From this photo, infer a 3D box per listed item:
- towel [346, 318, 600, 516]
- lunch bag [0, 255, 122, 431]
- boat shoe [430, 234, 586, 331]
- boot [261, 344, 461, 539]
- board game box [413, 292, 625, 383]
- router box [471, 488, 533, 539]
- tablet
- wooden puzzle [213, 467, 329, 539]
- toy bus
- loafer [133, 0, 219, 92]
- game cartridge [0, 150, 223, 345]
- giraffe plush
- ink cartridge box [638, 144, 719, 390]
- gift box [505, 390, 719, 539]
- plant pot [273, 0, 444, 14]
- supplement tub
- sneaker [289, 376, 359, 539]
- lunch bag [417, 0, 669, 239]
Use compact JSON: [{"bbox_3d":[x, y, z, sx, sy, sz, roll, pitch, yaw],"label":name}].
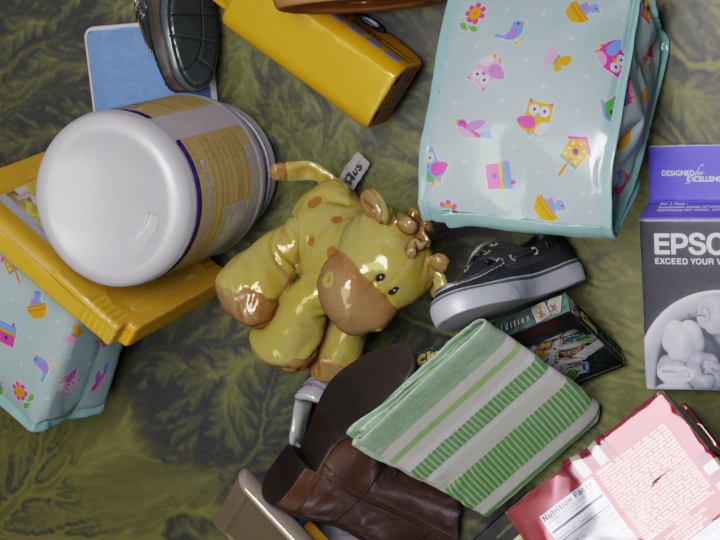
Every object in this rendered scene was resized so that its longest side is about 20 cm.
[{"bbox_3d":[0.100,0.124,1.493,0.153,0.200,0.023,-42,46,14],"label":"towel"},{"bbox_3d":[-0.314,0.023,1.675,0.200,0.122,0.171,34,115,24],"label":"lunch bag"},{"bbox_3d":[0.112,0.005,1.460,0.069,0.200,0.057,-29,81,34],"label":"boat shoe"},{"bbox_3d":[0.039,0.163,1.550,0.186,0.200,0.064,-46,41,18],"label":"boot"},{"bbox_3d":[0.111,0.085,1.533,0.200,0.105,0.024,-23,52,24],"label":"board game box"},{"bbox_3d":[0.130,0.315,1.595,0.157,0.052,0.200,47,114,7],"label":"router box"},{"bbox_3d":[-0.185,-0.127,1.653,0.130,0.014,0.201,-1,100,23],"label":"tablet"},{"bbox_3d":[-0.050,0.262,1.607,0.037,0.200,0.185,-41,81,-20],"label":"wooden puzzle"},{"bbox_3d":[-0.046,-0.205,1.543,0.200,0.078,0.065,37,112,11],"label":"toy bus"},{"bbox_3d":[-0.171,-0.249,1.591,0.063,0.072,0.201,-11,83,36],"label":"loafer"},{"bbox_3d":[-0.233,-0.026,1.590,0.200,0.176,0.032,38,120,11],"label":"game cartridge"},{"bbox_3d":[0.000,0.000,1.497,0.162,0.172,0.201,15,85,58],"label":"giraffe plush"},{"bbox_3d":[0.324,-0.002,1.452,0.198,0.043,0.201,0,100,23],"label":"ink cartridge box"},{"bbox_3d":[0.242,0.228,1.438,0.184,0.187,0.200,-35,72,10],"label":"gift box"},{"bbox_3d":[-0.003,-0.279,1.435,0.200,0.200,0.140,-1,94,23],"label":"plant pot"},{"bbox_3d":[-0.167,-0.073,1.540,0.145,0.200,0.146,4,102,21],"label":"supplement tub"},{"bbox_3d":[-0.035,0.184,1.610,0.075,0.100,0.201,2,102,25],"label":"sneaker"},{"bbox_3d":[0.142,-0.122,1.432,0.170,0.122,0.201,8,76,20],"label":"lunch bag"}]
